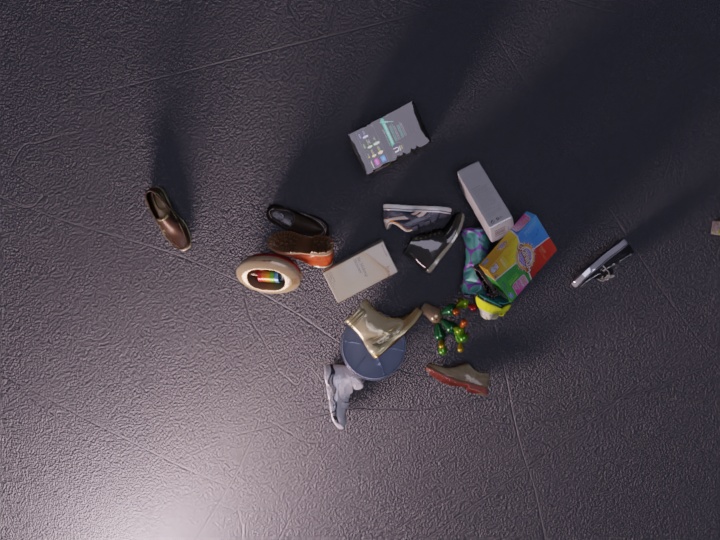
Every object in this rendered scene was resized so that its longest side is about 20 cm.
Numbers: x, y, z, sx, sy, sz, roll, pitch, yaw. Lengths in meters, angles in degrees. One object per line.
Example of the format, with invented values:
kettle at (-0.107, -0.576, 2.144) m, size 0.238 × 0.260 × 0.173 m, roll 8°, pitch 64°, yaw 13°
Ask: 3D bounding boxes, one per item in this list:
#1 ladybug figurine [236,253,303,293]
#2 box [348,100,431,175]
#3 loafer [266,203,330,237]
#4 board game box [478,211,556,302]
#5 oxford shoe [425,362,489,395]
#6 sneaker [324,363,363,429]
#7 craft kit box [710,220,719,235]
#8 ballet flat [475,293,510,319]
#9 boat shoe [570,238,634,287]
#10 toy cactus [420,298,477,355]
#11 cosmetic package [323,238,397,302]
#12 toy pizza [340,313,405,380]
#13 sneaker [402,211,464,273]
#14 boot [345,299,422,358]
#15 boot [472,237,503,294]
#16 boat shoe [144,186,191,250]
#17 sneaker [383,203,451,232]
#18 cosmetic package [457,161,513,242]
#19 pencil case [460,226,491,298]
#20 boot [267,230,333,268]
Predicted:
ladybug figurine at (-0.261, 0.003, 1.702) m, size 0.196 × 0.073 × 0.137 m, roll 6°, pitch 134°, yaw 5°
box at (0.077, -0.363, 1.618) m, size 0.198 × 0.149 × 0.126 m, roll -27°, pitch 98°, yaw 5°
loafer at (-0.185, -0.134, 1.694) m, size 0.197 × 0.071 × 0.074 m, roll 17°, pitch 98°, yaw -1°
board game box at (0.434, -0.036, 1.601) m, size 0.200 × 0.040 × 0.153 m, roll -48°, pitch 124°, yaw -4°
oxford shoe at (0.295, 0.312, 1.766) m, size 0.197 × 0.071 × 0.076 m, roll 20°, pitch 72°, yaw -1°
sneaker at (-0.040, 0.376, 1.764) m, size 0.113 × 0.075 × 0.204 m, roll -10°, pitch 95°, yaw 5°
craft kit box at (1.123, -0.107, 1.614) m, size 0.194 × 0.200 × 0.049 m, roll 0°, pitch 99°, yaw 0°
ballet flat at (0.376, 0.108, 1.671) m, size 0.066 × 0.199 × 0.068 m, roll 34°, pitch 105°, yaw 31°
boat shoe at (0.707, -0.005, 1.699) m, size 0.198 × 0.074 × 0.068 m, roll -38°, pitch 82°, yaw -3°
toy cactus at (0.255, 0.147, 1.717) m, size 0.164 × 0.102 × 0.202 m, roll 35°, pitch 133°, yaw 24°
cosmetic package at (0.000, 0.000, 1.711) m, size 0.198 × 0.073 × 0.105 m, roll -28°, pitch 97°, yaw 6°
toy pizza at (0.038, 0.226, 1.747) m, size 0.196 × 0.032 × 0.204 m, roll 1°, pitch 78°, yaw -5°
sneaker at (0.213, -0.101, 1.690) m, size 0.105 × 0.075 × 0.202 m, roll 33°, pitch 99°, yaw -6°
boot at (0.069, 0.138, 1.717) m, size 0.199 × 0.073 × 0.156 m, roll -40°, pitch 82°, yaw -8°
boot at (0.412, -0.003, 1.664) m, size 0.200 × 0.069 × 0.175 m, roll 43°, pitch 78°, yaw -27°
boat shoe at (-0.566, -0.146, 1.697) m, size 0.074 × 0.075 × 0.204 m, roll -31°, pitch 97°, yaw 5°
sneaker at (0.162, -0.150, 1.685) m, size 0.196 × 0.078 × 0.081 m, roll 3°, pitch 94°, yaw 12°
cosmetic package at (0.346, -0.191, 1.619) m, size 0.073 × 0.102 × 0.202 m, roll -25°, pitch 66°, yaw 5°
pencil case at (0.333, -0.025, 1.695) m, size 0.091 × 0.085 × 0.204 m, roll 4°, pitch 99°, yaw 29°
boot at (-0.172, -0.053, 1.697) m, size 0.196 × 0.108 × 0.076 m, roll 9°, pitch 61°, yaw 8°
